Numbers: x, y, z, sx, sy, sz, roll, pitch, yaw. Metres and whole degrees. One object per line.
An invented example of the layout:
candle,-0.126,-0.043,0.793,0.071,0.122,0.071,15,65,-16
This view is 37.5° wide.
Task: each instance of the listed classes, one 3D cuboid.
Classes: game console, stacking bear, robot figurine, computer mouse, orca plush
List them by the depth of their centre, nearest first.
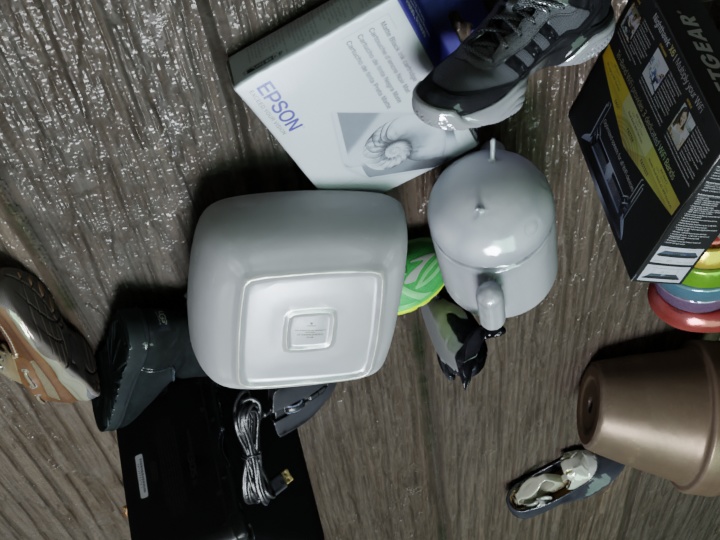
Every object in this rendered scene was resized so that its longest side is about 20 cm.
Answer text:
robot figurine,0.122,-0.032,0.965,0.111,0.172,0.201,-4,150,10
orca plush,0.111,0.055,1.070,0.070,0.107,0.200,-15,180,-4
computer mouse,-0.063,0.153,1.089,0.045,0.200,0.142,8,114,22
stacking bear,0.366,-0.040,1.120,0.112,0.122,0.201,-20,136,-11
game console,-0.152,0.219,1.132,0.174,0.202,0.117,-21,144,3

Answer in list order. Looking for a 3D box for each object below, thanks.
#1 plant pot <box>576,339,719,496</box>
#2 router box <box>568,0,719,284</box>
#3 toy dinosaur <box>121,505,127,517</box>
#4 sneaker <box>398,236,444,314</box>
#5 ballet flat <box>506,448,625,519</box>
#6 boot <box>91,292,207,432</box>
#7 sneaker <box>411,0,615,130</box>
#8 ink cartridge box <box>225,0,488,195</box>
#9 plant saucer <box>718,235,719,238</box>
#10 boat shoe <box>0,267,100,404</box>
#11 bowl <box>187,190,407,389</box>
plant pot,0.376,0.180,1.366,0.172,0.202,0.201,7,141,-3
router box,0.249,-0.116,0.877,0.052,0.202,0.158,3,140,-17
toy dinosaur,-0.200,0.294,1.329,0.198,0.103,0.137,19,117,-17
sneaker,0.000,0.000,1.024,0.197,0.075,0.084,-10,148,-13
ballet flat,0.301,0.312,1.582,0.199,0.074,0.073,-32,143,20
boot,-0.178,0.091,1.071,0.161,0.074,0.199,-5,146,-31
sneaker,0.116,-0.193,0.802,0.199,0.075,0.115,-33,142,-22
ink cartridge box,0.023,-0.149,0.867,0.198,0.041,0.200,-28,144,11
plant saucer,0.326,-0.112,0.935,0.036,0.203,0.201,2,150,20
boat shoe,-0.306,0.072,0.978,0.071,0.076,0.201,-17,143,0
bowl,-0.053,0.030,0.947,0.197,0.075,0.202,-2,129,-14
